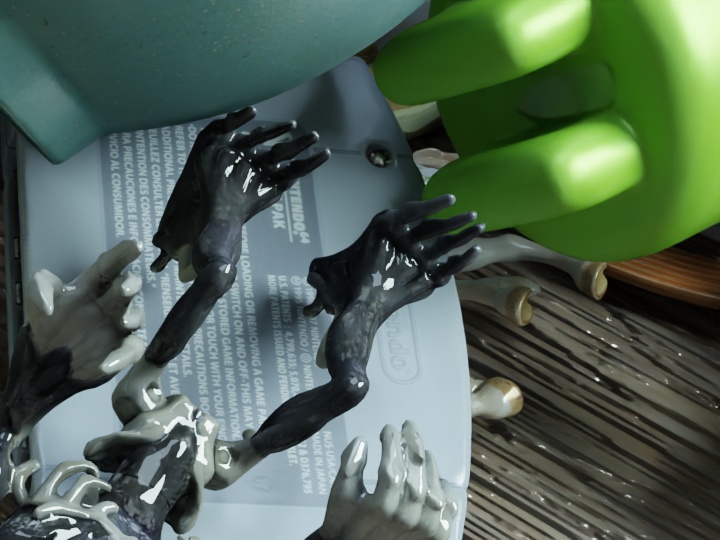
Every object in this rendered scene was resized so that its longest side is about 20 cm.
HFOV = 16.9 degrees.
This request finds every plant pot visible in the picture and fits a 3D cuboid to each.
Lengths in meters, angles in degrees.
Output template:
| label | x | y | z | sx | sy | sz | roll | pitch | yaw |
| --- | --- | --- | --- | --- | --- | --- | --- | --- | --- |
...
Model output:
| label | x | y | z | sx | sy | sz | roll | pitch | yaw |
| --- | --- | --- | --- | --- | --- | --- | --- | --- | --- |
| plant pot | -0.078 | -0.115 | 0.666 | 0.200 | 0.134 | 0.200 | 45 | -4 | 4 |

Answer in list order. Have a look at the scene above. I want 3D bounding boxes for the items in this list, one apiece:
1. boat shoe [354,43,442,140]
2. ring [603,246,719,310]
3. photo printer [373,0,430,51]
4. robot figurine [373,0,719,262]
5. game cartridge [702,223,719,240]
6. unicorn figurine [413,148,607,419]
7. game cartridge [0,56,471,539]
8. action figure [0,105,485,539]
| label | x | y | z | sx | sy | sz | roll | pitch | yaw |
| --- | --- | --- | --- | --- | --- | --- | --- | --- | --- |
| boat shoe | 0.021 | -0.103 | 1.018 | 0.200 | 0.076 | 0.072 | -14 | 36 | -43 |
| ring | 0.141 | -0.024 | 0.979 | 0.200 | 0.019 | 0.200 | 9 | 25 | -4 |
| photo printer | 0.106 | -0.144 | 0.920 | 0.166 | 0.069 | 0.200 | -19 | 2 | -32 |
| robot figurine | 0.103 | -0.074 | 0.755 | 0.200 | 0.176 | 0.116 | -23 | 5 | -35 |
| game cartridge | 0.160 | -0.068 | 0.998 | 0.133 | 0.040 | 0.200 | 23 | 28 | 30 |
| unicorn figurine | 0.000 | 0.000 | 0.819 | 0.137 | 0.074 | 0.200 | 11 | 15 | 22 |
| game cartridge | -0.036 | 0.018 | 0.710 | 0.133 | 0.040 | 0.200 | 2 | 55 | -14 |
| action figure | -0.042 | 0.043 | 0.604 | 0.119 | 0.102 | 0.200 | 34 | 50 | -9 |
